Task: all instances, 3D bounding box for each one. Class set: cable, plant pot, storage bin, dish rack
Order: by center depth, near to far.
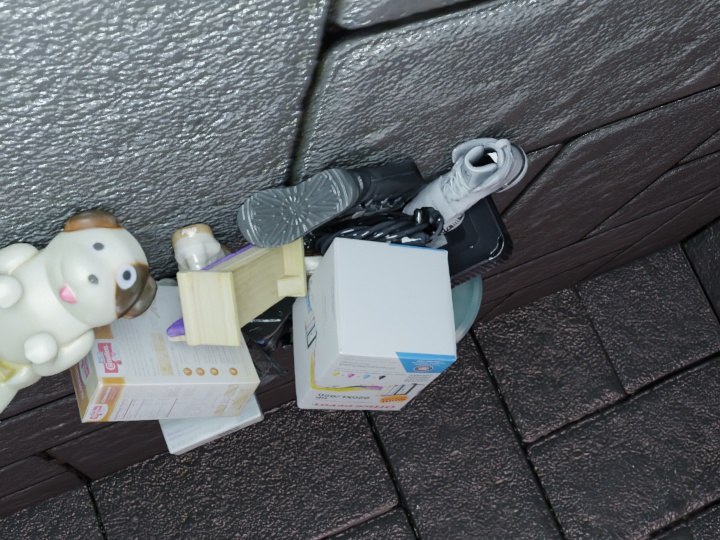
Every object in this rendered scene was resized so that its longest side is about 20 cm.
[{"bbox_3d":[0.019,-0.044,1.131,0.161,0.052,0.200,-14,-171,-9],"label":"cable"},{"bbox_3d":[0.110,-0.043,1.299,0.198,0.137,0.094,-27,168,16],"label":"storage bin"},{"bbox_3d":[-0.197,0.132,1.459,0.054,0.154,0.200,-40,168,4],"label":"dish rack"},{"bbox_3d":[0.094,0.033,1.536,0.199,0.202,0.133,-31,140,32],"label":"plant pot"}]

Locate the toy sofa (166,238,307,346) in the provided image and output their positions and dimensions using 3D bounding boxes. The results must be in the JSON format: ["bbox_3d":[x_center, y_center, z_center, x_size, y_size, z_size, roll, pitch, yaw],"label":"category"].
[{"bbox_3d":[-0.144,0.015,1.020,0.096,0.084,0.200,2,-164,21],"label":"toy sofa"}]

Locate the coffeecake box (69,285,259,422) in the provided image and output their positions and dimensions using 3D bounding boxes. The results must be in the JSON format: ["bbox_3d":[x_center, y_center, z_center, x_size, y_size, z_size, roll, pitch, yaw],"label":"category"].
[{"bbox_3d":[-0.241,0.095,1.051,0.198,0.154,0.073,5,133,-36],"label":"coffeecake box"}]

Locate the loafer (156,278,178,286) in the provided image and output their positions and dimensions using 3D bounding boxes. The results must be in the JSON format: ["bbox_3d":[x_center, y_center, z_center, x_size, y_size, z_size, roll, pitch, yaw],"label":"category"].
[{"bbox_3d":[-0.319,0.072,1.135,0.198,0.071,0.070,-20,168,-17],"label":"loafer"}]

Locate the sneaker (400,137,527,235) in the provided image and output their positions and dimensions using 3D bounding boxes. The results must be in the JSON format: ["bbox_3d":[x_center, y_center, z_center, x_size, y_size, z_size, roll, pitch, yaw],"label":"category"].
[{"bbox_3d":[0.129,-0.115,1.188,0.199,0.076,0.115,-32,166,13],"label":"sneaker"}]

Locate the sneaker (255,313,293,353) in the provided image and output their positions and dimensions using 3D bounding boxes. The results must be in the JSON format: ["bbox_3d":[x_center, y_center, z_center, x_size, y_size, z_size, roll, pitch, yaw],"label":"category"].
[{"bbox_3d":[-0.128,0.090,1.517,0.070,0.083,0.199,-30,-178,29],"label":"sneaker"}]

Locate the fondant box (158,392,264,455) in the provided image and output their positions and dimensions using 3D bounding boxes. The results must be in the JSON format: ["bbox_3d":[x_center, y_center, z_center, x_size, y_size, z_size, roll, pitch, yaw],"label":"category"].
[{"bbox_3d":[-0.245,0.153,1.311,0.143,0.202,0.058,-22,167,-6],"label":"fondant box"}]

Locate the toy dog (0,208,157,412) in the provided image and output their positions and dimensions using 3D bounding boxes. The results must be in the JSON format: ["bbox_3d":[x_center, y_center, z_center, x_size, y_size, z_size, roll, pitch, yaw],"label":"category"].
[{"bbox_3d":[-0.295,0.032,0.859,0.198,0.141,0.194,-28,-179,20],"label":"toy dog"}]

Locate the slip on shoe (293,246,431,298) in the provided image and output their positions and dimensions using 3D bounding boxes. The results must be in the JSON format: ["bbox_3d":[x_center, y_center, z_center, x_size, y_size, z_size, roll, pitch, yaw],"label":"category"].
[{"bbox_3d":[0.000,0.000,1.174,0.197,0.061,0.076,-6,-169,-9],"label":"slip on shoe"}]

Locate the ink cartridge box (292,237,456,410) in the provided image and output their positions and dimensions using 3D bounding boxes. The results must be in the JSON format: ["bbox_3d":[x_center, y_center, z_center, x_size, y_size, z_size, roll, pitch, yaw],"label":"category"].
[{"bbox_3d":[0.010,0.075,1.084,0.145,0.146,0.200,5,153,-17],"label":"ink cartridge box"}]

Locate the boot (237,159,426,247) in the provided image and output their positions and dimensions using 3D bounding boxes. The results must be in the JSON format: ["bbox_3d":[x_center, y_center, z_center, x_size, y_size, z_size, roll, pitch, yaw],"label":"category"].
[{"bbox_3d":[-0.030,-0.084,1.059,0.163,0.067,0.200,-15,-176,29],"label":"boot"}]

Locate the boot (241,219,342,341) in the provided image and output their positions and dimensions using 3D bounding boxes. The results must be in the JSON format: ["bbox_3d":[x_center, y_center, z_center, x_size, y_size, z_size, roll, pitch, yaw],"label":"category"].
[{"bbox_3d":[-0.100,0.003,1.271,0.204,0.073,0.154,-49,-169,0],"label":"boot"}]

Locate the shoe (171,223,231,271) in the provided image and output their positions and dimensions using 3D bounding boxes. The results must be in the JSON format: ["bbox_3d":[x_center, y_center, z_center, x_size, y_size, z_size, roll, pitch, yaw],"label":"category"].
[{"bbox_3d":[-0.192,-0.003,1.092,0.069,0.054,0.200,-23,168,-4],"label":"shoe"}]
